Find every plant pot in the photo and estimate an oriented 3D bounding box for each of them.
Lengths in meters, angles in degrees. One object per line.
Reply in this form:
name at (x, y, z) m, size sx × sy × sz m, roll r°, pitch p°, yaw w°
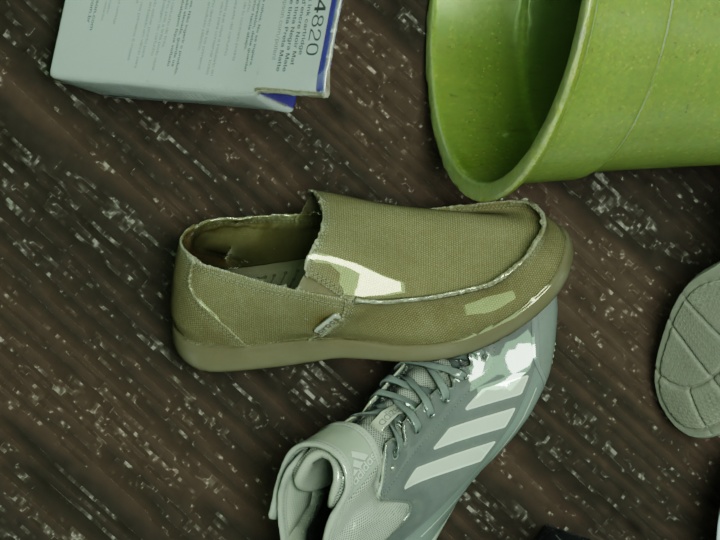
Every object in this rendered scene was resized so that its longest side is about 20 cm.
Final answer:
plant pot at (0.152, -0.122, 0.950) m, size 0.188 × 0.200 × 0.202 m, roll 6°, pitch 88°, yaw -18°

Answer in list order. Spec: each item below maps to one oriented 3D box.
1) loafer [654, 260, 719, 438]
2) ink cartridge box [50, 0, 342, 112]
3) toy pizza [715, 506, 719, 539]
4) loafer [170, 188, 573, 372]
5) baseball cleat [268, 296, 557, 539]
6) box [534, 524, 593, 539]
loafer at (0.207, 0.004, 0.959) m, size 0.062 × 0.201 × 0.072 m, roll -15°, pitch 54°, yaw -35°
ink cartridge box at (-0.052, -0.174, 0.920) m, size 0.040 × 0.199 × 0.202 m, roll 14°, pitch 87°, yaw -44°
toy pizza at (0.266, 0.143, 0.993) m, size 0.198 × 0.032 × 0.202 m, roll 4°, pitch 78°, yaw -19°
loafer at (0.000, 0.000, 0.946) m, size 0.198 × 0.076 × 0.068 m, roll -12°, pitch 129°, yaw 9°
baseball cleat at (0.026, 0.073, 0.958) m, size 0.069 × 0.106 × 0.201 m, roll 24°, pitch 85°, yaw 33°
box at (0.080, 0.233, 0.948) m, size 0.114 × 0.132 × 0.201 m, roll 38°, pitch 84°, yaw -1°
